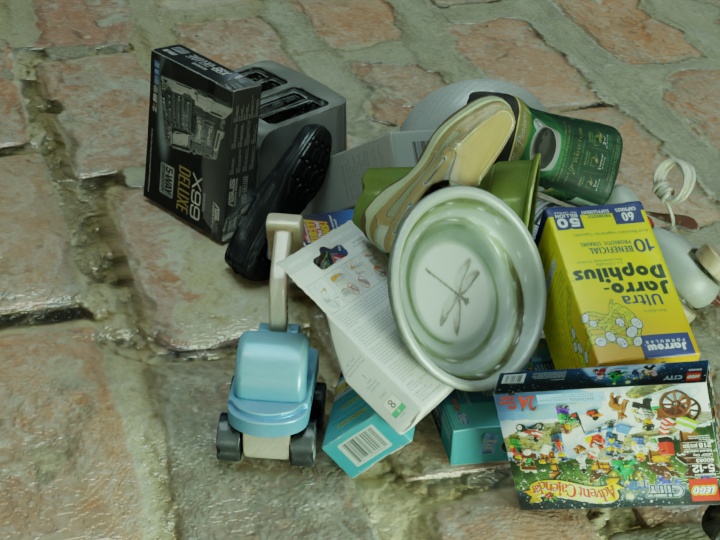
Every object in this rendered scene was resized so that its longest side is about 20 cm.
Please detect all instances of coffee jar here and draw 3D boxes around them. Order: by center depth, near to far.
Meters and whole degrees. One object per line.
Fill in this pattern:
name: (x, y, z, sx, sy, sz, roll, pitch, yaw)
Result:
coffee jar: (0.205, -0.142, 1.815, 0.199, 0.105, 0.085, 14, 1, -30)

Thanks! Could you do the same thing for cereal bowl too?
cereal bowl: (0.145, -0.134, 1.912, 0.198, 0.201, 0.084, -1, 47, -5)

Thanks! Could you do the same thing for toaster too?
toaster: (-0.122, -0.177, 2.026, 0.199, 0.119, 0.180, -24, 41, -36)

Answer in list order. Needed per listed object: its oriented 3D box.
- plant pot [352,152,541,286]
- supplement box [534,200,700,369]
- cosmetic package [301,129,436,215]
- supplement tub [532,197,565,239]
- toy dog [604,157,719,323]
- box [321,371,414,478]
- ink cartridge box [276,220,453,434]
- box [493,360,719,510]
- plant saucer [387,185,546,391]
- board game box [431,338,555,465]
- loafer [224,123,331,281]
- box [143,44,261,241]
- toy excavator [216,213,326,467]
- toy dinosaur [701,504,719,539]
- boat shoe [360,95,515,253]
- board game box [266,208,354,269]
plant pot: (0.090, -0.039, 1.682, 0.188, 0.201, 0.200, 8, 32, 7)
supplement box: (0.250, 0.041, 1.568, 0.108, 0.110, 0.201, -5, 52, -11)
cosmetic package: (0.016, -0.110, 1.861, 0.101, 0.072, 0.199, -7, -6, -39)
supplement tub: (0.205, -0.032, 1.828, 0.199, 0.108, 0.107, 22, 36, 30)
toy dog: (0.369, -0.020, 1.825, 0.131, 0.096, 0.201, -27, 58, 23)
box: (0.019, 0.118, 1.587, 0.082, 0.049, 0.200, -35, 20, 25)
ink cartridge box: (0.014, 0.053, 1.535, 0.200, 0.050, 0.161, 43, 31, 9)
box: (0.235, 0.156, 1.448, 0.198, 0.138, 0.038, -5, 27, 21)
plant saucer: (0.096, 0.019, 1.524, 0.199, 0.202, 0.050, -25, 8, -37)
board game box: (0.174, 0.132, 1.615, 0.198, 0.047, 0.151, -3, 32, -10)
loafer: (-0.100, -0.086, 1.832, 0.070, 0.202, 0.068, 26, -2, 37)
box: (-0.197, -0.158, 1.912, 0.050, 0.201, 0.157, -19, 38, -41)
toy excavator: (-0.082, 0.069, 1.554, 0.099, 0.201, 0.195, 5, 32, 3)
toy dinosaur: (0.372, 0.232, 1.466, 0.200, 0.077, 0.102, -36, 30, -31)
boat shoe: (0.092, -0.090, 1.569, 0.200, 0.072, 0.076, -48, 34, -2)
board game box: (0.000, 0.000, 1.779, 0.198, 0.062, 0.201, 2, 41, -17)
